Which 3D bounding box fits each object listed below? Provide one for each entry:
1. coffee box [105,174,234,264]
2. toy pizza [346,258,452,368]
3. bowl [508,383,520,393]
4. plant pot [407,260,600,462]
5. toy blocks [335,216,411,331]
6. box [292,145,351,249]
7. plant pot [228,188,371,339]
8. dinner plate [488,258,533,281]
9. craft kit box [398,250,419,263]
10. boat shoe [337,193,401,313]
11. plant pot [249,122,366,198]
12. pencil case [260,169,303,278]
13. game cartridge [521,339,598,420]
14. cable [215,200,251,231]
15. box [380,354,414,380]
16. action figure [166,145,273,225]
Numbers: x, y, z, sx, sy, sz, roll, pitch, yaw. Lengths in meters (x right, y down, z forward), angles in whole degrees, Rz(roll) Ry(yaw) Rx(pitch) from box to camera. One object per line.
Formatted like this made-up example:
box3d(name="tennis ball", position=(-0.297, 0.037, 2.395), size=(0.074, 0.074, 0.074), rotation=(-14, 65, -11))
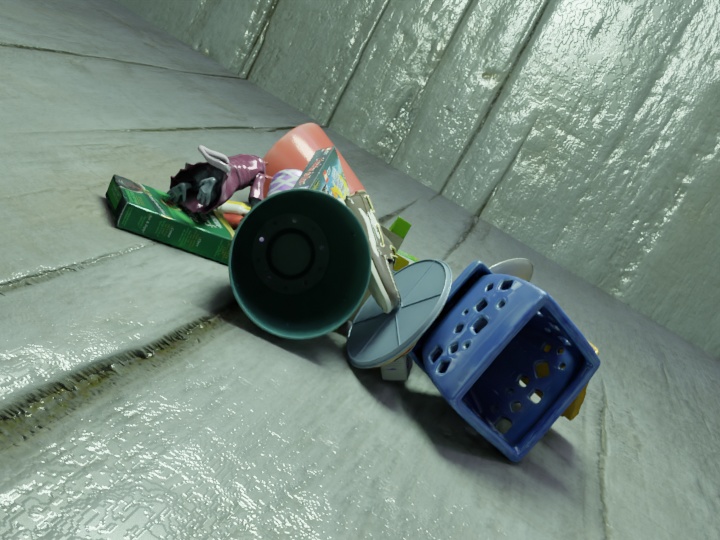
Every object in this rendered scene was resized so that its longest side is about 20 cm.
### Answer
box3d(name="coffee box", position=(-0.291, -0.080, 1.435), size=(0.197, 0.045, 0.123), rotation=(21, 16, -32))
box3d(name="toy pizza", position=(0.059, 0.066, 1.338), size=(0.032, 0.200, 0.201), rotation=(45, 7, -23))
box3d(name="bowl", position=(0.173, 0.160, 1.538), size=(0.198, 0.040, 0.201), rotation=(28, 14, -8))
box3d(name="plant pot", position=(0.191, 0.119, 1.324), size=(0.200, 0.201, 0.179), rotation=(44, -4, -38))
box3d(name="toy blocks", position=(0.000, 0.000, 1.490), size=(0.099, 0.203, 0.137), rotation=(29, -1, -11))
box3d(name="box", position=(-0.058, -0.105, 1.526), size=(0.037, 0.139, 0.201), rotation=(-11, 24, 17))
box3d(name="plant pot", position=(-0.094, -0.016, 1.323), size=(0.198, 0.204, 0.161), rotation=(26, 1, -12))
box3d(name="dinner plate", position=(0.201, 0.056, 1.487), size=(0.199, 0.200, 0.024), rotation=(8, 41, -55))
box3d(name="craft kit box", position=(0.056, -0.009, 1.891), size=(0.197, 0.049, 0.198), rotation=(24, 17, -20))
box3d(name="boat shoe", position=(0.021, -0.031, 1.362), size=(0.058, 0.072, 0.202), rotation=(-18, 59, -13))
box3d(name="plant pot", position=(-0.094, -0.164, 1.856), size=(0.177, 0.202, 0.200), rotation=(43, 17, 15))
box3d(name="pencil case", position=(-0.121, -0.074, 1.508), size=(0.086, 0.082, 0.203), rotation=(55, 31, -40))
box3d(name="game cartridge", position=(0.294, 0.134, 1.481), size=(0.176, 0.032, 0.202), rotation=(43, -23, 27))
box3d(name="cable", position=(-0.163, -0.089, 1.579), size=(0.195, 0.051, 0.098), rotation=(-2, 28, -2))
box3d(name="box", position=(0.071, 0.100, 1.415), size=(0.040, 0.039, 0.201), rotation=(-4, 24, 16))
box3d(name="action figure", position=(-0.210, -0.157, 1.467), size=(0.133, 0.151, 0.199), rotation=(39, 37, 21))
